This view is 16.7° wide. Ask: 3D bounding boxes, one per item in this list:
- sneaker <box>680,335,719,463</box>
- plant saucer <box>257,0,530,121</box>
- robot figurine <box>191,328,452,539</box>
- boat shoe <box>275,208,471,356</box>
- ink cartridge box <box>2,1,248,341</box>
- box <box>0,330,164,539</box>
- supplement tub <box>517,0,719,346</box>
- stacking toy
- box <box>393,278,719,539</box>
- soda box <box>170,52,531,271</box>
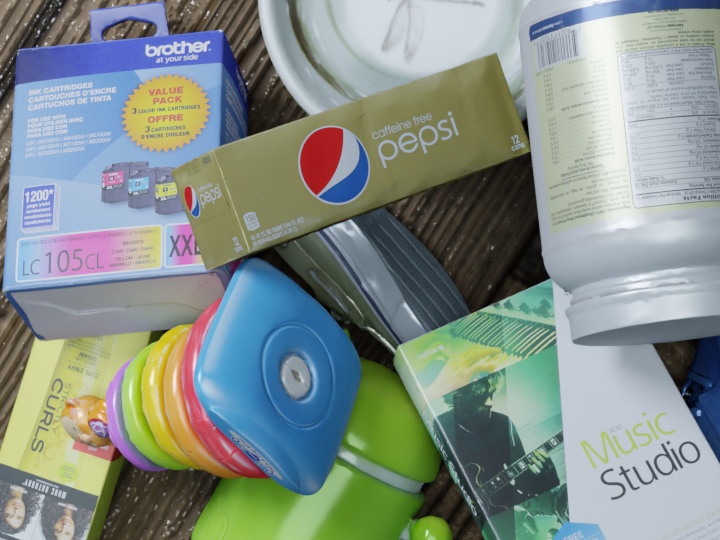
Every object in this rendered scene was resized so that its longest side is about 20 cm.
[{"bbox_3d":[0.194,0.113,1.510,0.110,0.077,0.201,-3,99,-5],"label":"sneaker"},{"bbox_3d":[0.038,-0.170,1.520,0.199,0.050,0.202,0,94,4],"label":"plant saucer"},{"bbox_3d":[-0.027,0.140,1.508,0.175,0.116,0.201,31,94,14],"label":"robot figurine"},{"bbox_3d":[0.000,0.000,1.532,0.062,0.072,0.200,-40,86,29],"label":"boat shoe"},{"bbox_3d":[-0.140,-0.066,1.496,0.136,0.076,0.201,-5,61,8],"label":"ink cartridge box"},{"bbox_3d":[-0.177,0.085,1.548,0.075,0.050,0.201,19,93,4],"label":"box"},{"bbox_3d":[0.171,-0.064,1.419,0.144,0.145,0.201,-6,82,4],"label":"supplement tub"},{"bbox_3d":[-0.109,0.078,1.451,0.199,0.110,0.116,-13,133,40],"label":"stacking toy"},{"bbox_3d":[0.126,0.105,1.451,0.144,0.036,0.201,-23,69,-14],"label":"box"},{"bbox_3d":[-0.003,-0.064,1.424,0.199,0.068,0.064,-21,91,-27],"label":"soda box"}]
